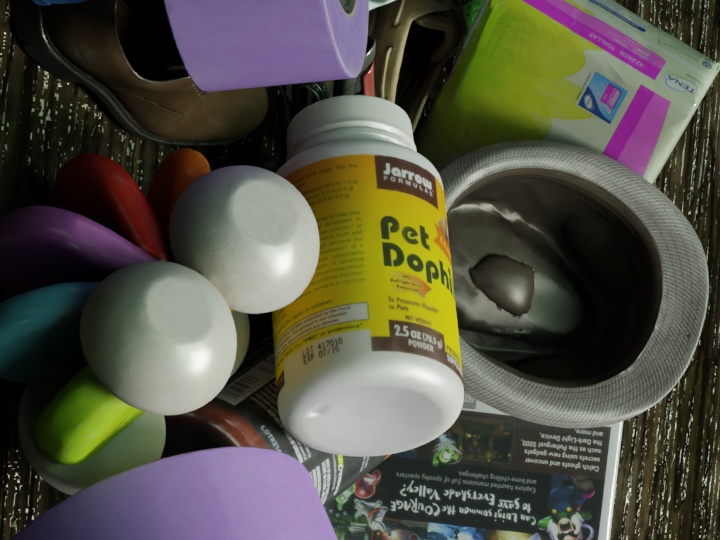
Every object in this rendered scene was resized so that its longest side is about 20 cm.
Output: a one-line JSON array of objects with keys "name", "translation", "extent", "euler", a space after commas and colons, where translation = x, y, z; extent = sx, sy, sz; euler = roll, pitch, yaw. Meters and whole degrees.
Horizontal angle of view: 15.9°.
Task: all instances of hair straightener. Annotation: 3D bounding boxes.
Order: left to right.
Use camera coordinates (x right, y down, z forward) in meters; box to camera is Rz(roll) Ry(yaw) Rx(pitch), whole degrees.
[{"name": "hair straightener", "translation": [-0.021, -0.075, 1.611], "extent": [0.077, 0.041, 0.201], "euler": [-15, 131, -19]}]

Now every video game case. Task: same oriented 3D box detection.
[{"name": "video game case", "translation": [0.073, 0.103, 1.700], "extent": [0.023, 0.199, 0.183], "euler": [173, -76, -83]}]

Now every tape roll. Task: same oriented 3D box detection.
[{"name": "tape roll", "translation": [-0.108, 0.179, 1.427], "extent": [0.200, 0.200, 0.066], "euler": [19, 40, -54]}, {"name": "tape roll", "translation": [-0.052, -0.198, 1.377], "extent": [0.200, 0.085, 0.201], "euler": [-5, 90, -82]}]

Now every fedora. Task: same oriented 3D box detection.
[{"name": "fedora", "translation": [0.111, 0.011, 1.640], "extent": [0.199, 0.090, 0.178], "euler": [16, 80, -13]}]

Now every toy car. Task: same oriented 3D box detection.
[{"name": "toy car", "translation": [-0.130, 0.012, 1.412], "extent": [0.150, 0.175, 0.200], "euler": [40, 54, -1]}]

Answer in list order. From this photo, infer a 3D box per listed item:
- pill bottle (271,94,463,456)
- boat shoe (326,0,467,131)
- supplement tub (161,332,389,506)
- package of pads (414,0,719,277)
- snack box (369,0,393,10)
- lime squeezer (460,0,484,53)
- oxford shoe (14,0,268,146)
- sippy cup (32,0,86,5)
[{"name": "pill bottle", "translation": [0.000, 0.000, 1.521], "extent": [0.109, 0.109, 0.201], "euler": [39, 39, -50]}, {"name": "boat shoe", "translation": [0.040, -0.160, 1.697], "extent": [0.071, 0.064, 0.201], "euler": [49, 56, -46]}, {"name": "supplement tub", "translation": [-0.037, 0.091, 1.586], "extent": [0.200, 0.107, 0.107], "euler": [-34, 121, -46]}, {"name": "package of pads", "translation": [0.123, -0.092, 1.684], "extent": [0.068, 0.154, 0.200], "euler": [-53, 171, -46]}, {"name": "snack box", "translation": [-0.001, -0.223, 1.609], "extent": [0.199, 0.037, 0.117], "euler": [-24, 115, -32]}, {"name": "lime squeezer", "translation": [0.085, -0.147, 1.799], "extent": [0.071, 0.038, 0.201], "euler": [-39, 131, -84]}, {"name": "oxford shoe", "translation": [-0.106, -0.116, 1.485], "extent": [0.200, 0.084, 0.073], "euler": [23, 75, -55]}, {"name": "sippy cup", "translation": [-0.163, -0.216, 1.361], "extent": [0.177, 0.140, 0.131], "euler": [-26, 138, -4]}]
